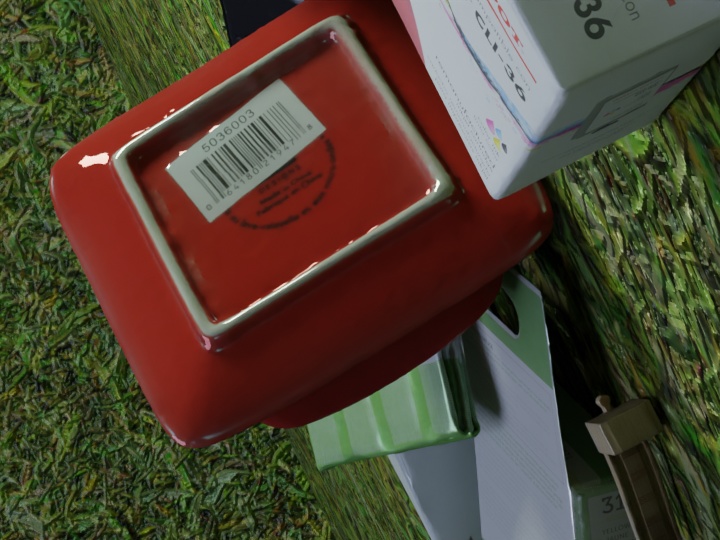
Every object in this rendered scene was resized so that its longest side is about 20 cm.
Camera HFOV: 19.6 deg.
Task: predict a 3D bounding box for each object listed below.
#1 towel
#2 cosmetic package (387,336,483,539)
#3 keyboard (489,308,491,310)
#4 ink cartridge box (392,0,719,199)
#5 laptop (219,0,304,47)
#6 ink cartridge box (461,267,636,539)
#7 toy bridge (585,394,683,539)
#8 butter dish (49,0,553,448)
[{"bbox_3d":[0.000,0.000,1.113,0.149,0.031,0.200,-20,82,57],"label":"towel"},{"bbox_3d":[0.046,0.087,1.235,0.200,0.071,0.102,-122,7,-72],"label":"cosmetic package"},{"bbox_3d":[0.078,0.047,1.184,0.200,0.011,0.056,64,168,0],"label":"keyboard"},{"bbox_3d":[0.054,-0.103,0.628,0.117,0.067,0.200,63,172,7],"label":"ink cartridge box"},{"bbox_3d":[-0.028,-0.165,1.199,0.200,0.103,0.177,35,164,16],"label":"laptop"},{"bbox_3d":[0.094,0.077,1.040,0.146,0.048,0.200,-134,35,-65],"label":"ink cartridge box"},{"bbox_3d":[0.152,0.146,0.935,0.200,0.027,0.067,64,173,1],"label":"toy bridge"},{"bbox_3d":[-0.016,-0.008,0.993,0.200,0.200,0.148,59,-178,36],"label":"butter dish"}]
